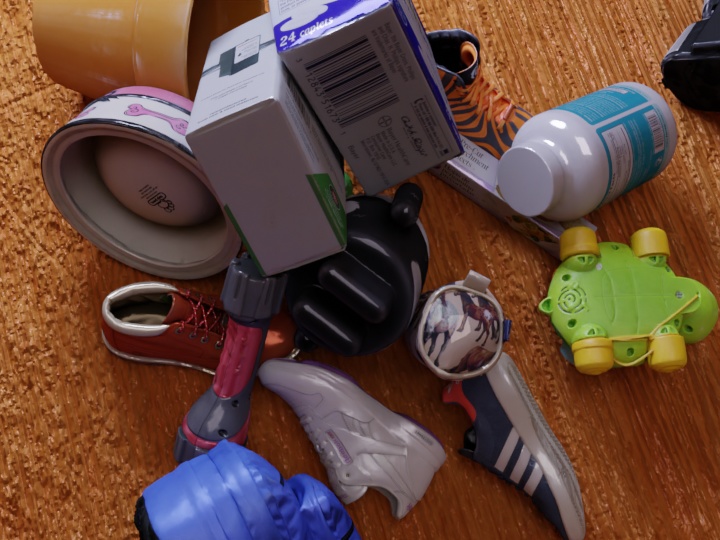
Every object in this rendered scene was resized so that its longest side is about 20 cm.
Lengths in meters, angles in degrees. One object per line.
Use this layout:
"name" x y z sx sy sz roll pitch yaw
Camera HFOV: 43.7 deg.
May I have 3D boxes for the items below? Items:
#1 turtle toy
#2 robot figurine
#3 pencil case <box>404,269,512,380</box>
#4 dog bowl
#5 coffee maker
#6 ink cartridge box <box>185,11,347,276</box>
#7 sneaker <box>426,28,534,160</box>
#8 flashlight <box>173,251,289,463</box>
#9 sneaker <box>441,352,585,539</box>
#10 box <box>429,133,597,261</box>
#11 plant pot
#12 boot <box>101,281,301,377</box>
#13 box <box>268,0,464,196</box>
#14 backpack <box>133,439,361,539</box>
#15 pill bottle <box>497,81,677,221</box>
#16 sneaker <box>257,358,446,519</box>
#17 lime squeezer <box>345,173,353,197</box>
"turtle toy" 0.273 0.038 0.909 0.197 0.101 0.148 0 72 -8
"robot figurine" -0.002 0.000 0.839 0.148 0.200 0.126 -12 108 16
"pencil case" 0.085 0.052 0.832 0.077 0.200 0.090 34 88 1
"dog bowl" -0.192 -0.084 0.845 0.197 0.201 0.074 19 51 -1
"coffee maker" 0.450 -0.286 0.990 0.134 0.192 0.202 33 72 -13
"ink cartridge box" -0.075 -0.117 0.783 0.082 0.148 0.201 -19 33 11
"sneaker" 0.125 -0.181 0.953 0.198 0.112 0.078 26 70 1
"flashlight" -0.116 0.086 0.801 0.067 0.068 0.202 6 115 -25
"sneaker" 0.146 0.179 0.866 0.084 0.075 0.202 -27 95 19
"box" 0.158 -0.080 0.964 0.199 0.039 0.042 36 69 4
"plant pot" -0.213 -0.237 0.897 0.180 0.201 0.203 11 70 13
"boot" -0.147 0.054 0.847 0.197 0.107 0.076 3 69 -9
"box" 0.001 -0.209 0.818 0.104 0.184 0.202 -22 49 12
"backpack" -0.088 0.240 0.751 0.167 0.162 0.202 -33 96 -20
"pill bottle" 0.228 -0.118 0.918 0.199 0.111 0.112 -24 76 -37
"sneaker" -0.018 0.156 0.842 0.199 0.075 0.100 32 72 -1
"lime squeezer" -0.052 -0.077 0.944 0.197 0.038 0.072 15 102 -3
